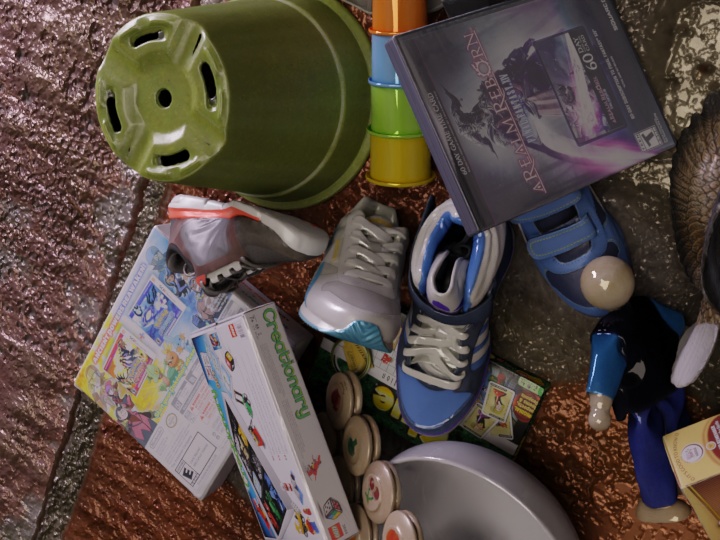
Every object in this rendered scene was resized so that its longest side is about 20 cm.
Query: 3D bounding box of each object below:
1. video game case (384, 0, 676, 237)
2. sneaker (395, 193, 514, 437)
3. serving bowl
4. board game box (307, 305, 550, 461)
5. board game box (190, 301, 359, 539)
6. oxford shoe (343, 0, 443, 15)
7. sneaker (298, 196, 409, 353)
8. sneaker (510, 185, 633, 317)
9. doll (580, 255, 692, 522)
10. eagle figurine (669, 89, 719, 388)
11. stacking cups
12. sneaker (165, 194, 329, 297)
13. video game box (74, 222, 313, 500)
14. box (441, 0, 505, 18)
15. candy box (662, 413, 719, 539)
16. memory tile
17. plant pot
[{"bbox_3d":[0.127,-0.123,0.689,0.019,0.199,0.144,-27,87,61],"label":"video game case"},{"bbox_3d":[0.060,0.038,0.744,0.080,0.146,0.202,20,95,18],"label":"sneaker"},{"bbox_3d":[0.102,0.219,0.802,0.199,0.066,0.202,22,130,28],"label":"serving bowl"},{"bbox_3d":[0.055,0.098,0.845,0.199,0.023,0.106,27,112,19],"label":"board game box"},{"bbox_3d":[-0.077,0.134,0.824,0.126,0.034,0.202,-19,91,59],"label":"board game box"},{"bbox_3d":[-0.011,-0.257,0.793,0.198,0.058,0.076,21,104,18],"label":"oxford shoe"},{"bbox_3d":[0.000,0.000,0.759,0.076,0.200,0.081,19,108,-9],"label":"sneaker"},{"bbox_3d":[0.145,-0.053,0.742,0.074,0.082,0.201,-25,90,25],"label":"sneaker"},{"bbox_3d":[0.208,0.085,0.718,0.048,0.136,0.202,-5,108,51],"label":"doll"},{"bbox_3d":[0.268,-0.025,0.659,0.151,0.150,0.201,-16,104,57],"label":"eagle figurine"},{"bbox_3d":[0.032,-0.171,0.771,0.060,0.060,0.202,7,110,24],"label":"stacking cups"},{"bbox_3d":[-0.101,-0.013,0.820,0.199,0.077,0.083,10,85,51],"label":"sneaker"},{"bbox_3d":[-0.166,0.087,0.932,0.182,0.047,0.201,38,112,12],"label":"video game box"},{"bbox_3d":[0.103,-0.272,0.649,0.156,0.200,0.050,-14,61,15],"label":"box"},{"bbox_3d":[0.325,0.131,0.662,0.199,0.057,0.117,-26,120,16],"label":"candy box"},{"bbox_3d":[-0.010,0.201,0.816,0.154,0.017,0.201,-66,34,33],"label":"memory tile"},{"bbox_3d":[-0.108,-0.141,0.785,0.198,0.190,0.202,4,100,23],"label":"plant pot"}]
